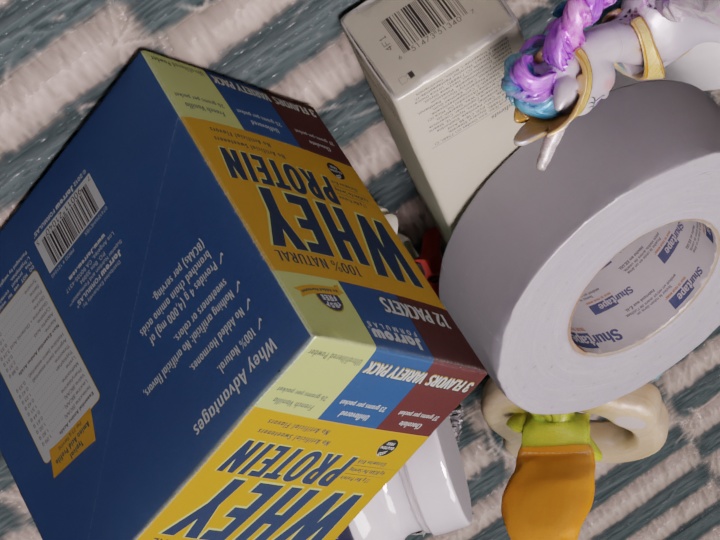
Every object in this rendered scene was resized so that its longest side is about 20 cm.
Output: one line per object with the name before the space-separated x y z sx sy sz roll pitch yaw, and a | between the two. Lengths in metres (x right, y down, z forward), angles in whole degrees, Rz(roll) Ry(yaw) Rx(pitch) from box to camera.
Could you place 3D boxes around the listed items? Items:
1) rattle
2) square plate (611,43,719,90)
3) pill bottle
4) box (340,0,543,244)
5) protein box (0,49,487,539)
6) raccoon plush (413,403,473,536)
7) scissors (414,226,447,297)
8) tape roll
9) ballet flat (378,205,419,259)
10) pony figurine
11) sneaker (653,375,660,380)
rattle | 0.135 0.145 1.469 0.129 0.144 0.200 -2 158 -11
square plate | 0.240 -0.187 1.272 0.197 0.029 0.201 -8 139 -34
pill bottle | -0.040 0.132 1.317 0.198 0.116 0.116 -16 148 9
box | 0.060 -0.082 1.218 0.082 0.069 0.200 -31 147 -4
protein box | -0.082 0.038 1.129 0.134 0.201 0.199 14 125 -48
raccoon plush | 0.056 0.099 1.432 0.200 0.097 0.134 -46 153 18
scissors | 0.031 -0.001 1.267 0.014 0.074 0.200 -6 167 18
tape roll | 0.145 -0.011 1.260 0.199 0.066 0.201 -25 145 -19
ballet flat | 0.000 0.000 1.285 0.071 0.067 0.200 -66 154 -17
pony figurine | 0.155 -0.158 1.108 0.199 0.166 0.194 -23 133 -37
sneaker | 0.142 0.015 1.415 0.080 0.077 0.200 -26 141 4
